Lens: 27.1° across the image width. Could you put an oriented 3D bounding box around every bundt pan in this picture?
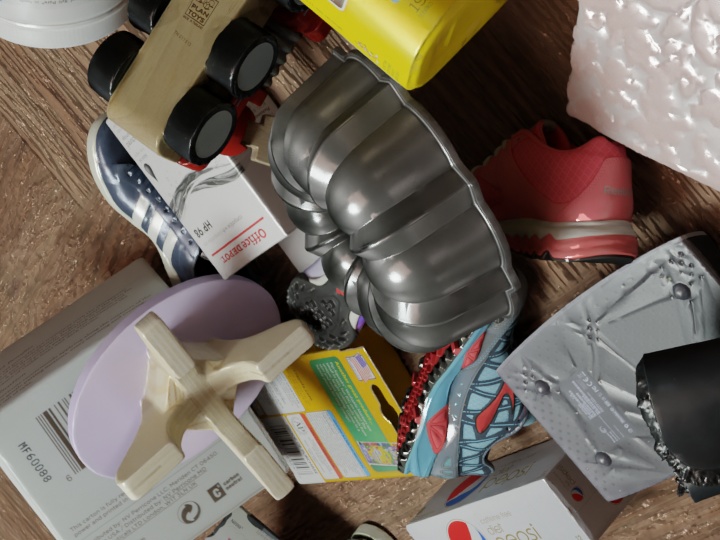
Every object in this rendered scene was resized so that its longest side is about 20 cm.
[{"bbox_3d":[0.010,-0.032,0.930,0.203,0.075,0.202,52,168,16],"label":"bundt pan"}]

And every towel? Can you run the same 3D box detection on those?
[{"bbox_3d":[0.202,-0.131,0.811,0.190,0.032,0.201,30,141,27],"label":"towel"}]

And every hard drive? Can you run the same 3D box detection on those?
[{"bbox_3d":[0.190,0.062,0.978,0.135,0.042,0.200,48,138,1],"label":"hard drive"}]

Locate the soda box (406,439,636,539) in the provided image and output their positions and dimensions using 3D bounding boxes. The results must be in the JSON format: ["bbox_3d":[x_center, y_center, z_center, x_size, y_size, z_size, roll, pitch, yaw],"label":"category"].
[{"bbox_3d":[0.120,0.185,1.160,0.064,0.068,0.200,52,145,-3],"label":"soda box"}]

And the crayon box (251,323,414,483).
[{"bbox_3d":[-0.011,0.111,1.254,0.199,0.051,0.127,-13,112,53],"label":"crayon box"}]

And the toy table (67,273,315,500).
[{"bbox_3d":[-0.130,0.097,1.174,0.184,0.201,0.117,41,174,-27],"label":"toy table"}]

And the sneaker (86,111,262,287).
[{"bbox_3d":[-0.146,-0.050,1.239,0.084,0.075,0.201,-1,131,50],"label":"sneaker"}]

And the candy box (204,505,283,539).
[{"bbox_3d":[-0.074,0.320,1.453,0.136,0.061,0.201,35,160,24],"label":"candy box"}]

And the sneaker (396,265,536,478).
[{"bbox_3d":[0.093,0.075,1.104,0.094,0.080,0.201,13,129,-11],"label":"sneaker"}]

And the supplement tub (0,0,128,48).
[{"bbox_3d":[-0.225,-0.276,1.065,0.131,0.132,0.201,31,140,24],"label":"supplement tub"}]

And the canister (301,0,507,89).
[{"bbox_3d":[-0.001,-0.217,0.858,0.200,0.149,0.087,40,161,9],"label":"canister"}]

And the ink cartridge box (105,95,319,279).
[{"bbox_3d":[-0.097,-0.073,1.165,0.201,0.067,0.116,53,145,-4],"label":"ink cartridge box"}]

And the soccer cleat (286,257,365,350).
[{"bbox_3d":[0.000,0.000,1.127,0.068,0.073,0.200,48,152,7],"label":"soccer cleat"}]

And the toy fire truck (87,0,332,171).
[{"bbox_3d":[-0.059,-0.139,1.020,0.128,0.177,0.200,34,-176,20],"label":"toy fire truck"}]

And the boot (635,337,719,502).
[{"bbox_3d":[0.233,0.046,0.835,0.166,0.077,0.201,-12,128,17],"label":"boot"}]

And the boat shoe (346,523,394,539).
[{"bbox_3d":[0.053,0.325,1.370,0.202,0.060,0.072,45,145,8],"label":"boat shoe"}]

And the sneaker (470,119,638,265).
[{"bbox_3d":[0.109,-0.054,0.973,0.199,0.073,0.088,10,96,54],"label":"sneaker"}]

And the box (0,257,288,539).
[{"bbox_3d":[-0.208,0.134,1.314,0.201,0.198,0.171,59,170,-20],"label":"box"}]
